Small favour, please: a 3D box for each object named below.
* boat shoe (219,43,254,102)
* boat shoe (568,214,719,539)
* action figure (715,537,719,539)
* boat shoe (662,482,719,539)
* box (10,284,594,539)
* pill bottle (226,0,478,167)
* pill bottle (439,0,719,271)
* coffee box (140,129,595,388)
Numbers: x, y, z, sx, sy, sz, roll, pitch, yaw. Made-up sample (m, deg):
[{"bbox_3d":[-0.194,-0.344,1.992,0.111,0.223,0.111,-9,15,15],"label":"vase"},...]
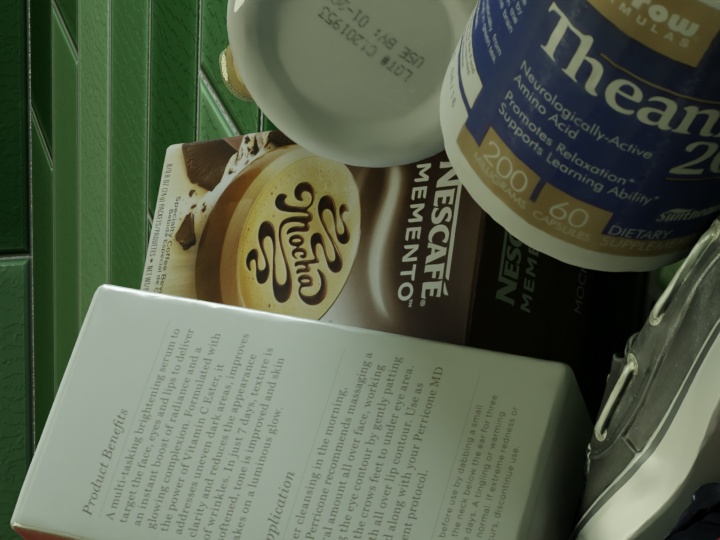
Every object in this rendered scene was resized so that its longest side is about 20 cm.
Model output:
[{"bbox_3d":[-0.031,-0.103,0.947,0.076,0.072,0.200,-39,11,21],"label":"boat shoe"},{"bbox_3d":[0.113,0.052,0.720,0.201,0.071,0.068,108,152,-47],"label":"boat shoe"},{"bbox_3d":[0.135,0.108,0.613,0.065,0.098,0.202,178,91,-64],"label":"action figure"},{"bbox_3d":[0.133,0.164,0.703,0.074,0.093,0.201,23,146,43],"label":"boat shoe"},{"bbox_3d":[-0.010,0.099,0.823,0.152,0.199,0.107,61,-138,-58],"label":"box"},{"bbox_3d":[0.016,-0.131,0.843,0.200,0.108,0.109,-72,-11,-59],"label":"pill bottle"},{"bbox_3d":[0.103,-0.097,0.638,0.200,0.110,0.112,115,148,-52],"label":"pill bottle"},{"bbox_3d":[0.000,0.000,0.888,0.199,0.080,0.114,-5,70,42],"label":"coffee box"}]
